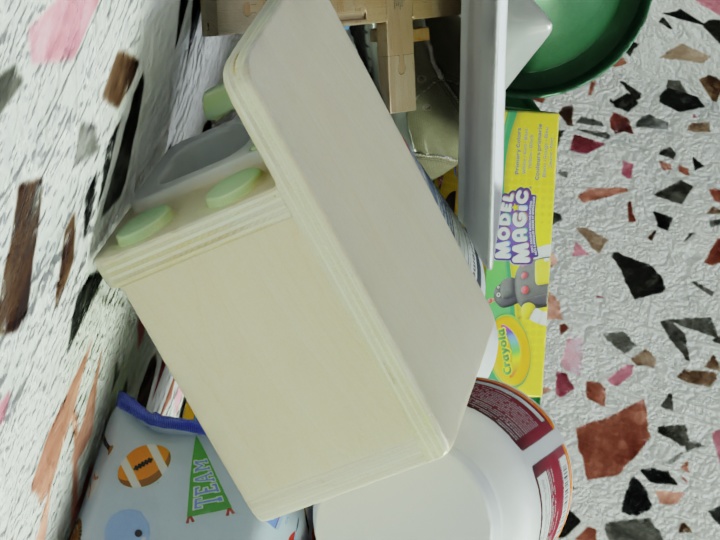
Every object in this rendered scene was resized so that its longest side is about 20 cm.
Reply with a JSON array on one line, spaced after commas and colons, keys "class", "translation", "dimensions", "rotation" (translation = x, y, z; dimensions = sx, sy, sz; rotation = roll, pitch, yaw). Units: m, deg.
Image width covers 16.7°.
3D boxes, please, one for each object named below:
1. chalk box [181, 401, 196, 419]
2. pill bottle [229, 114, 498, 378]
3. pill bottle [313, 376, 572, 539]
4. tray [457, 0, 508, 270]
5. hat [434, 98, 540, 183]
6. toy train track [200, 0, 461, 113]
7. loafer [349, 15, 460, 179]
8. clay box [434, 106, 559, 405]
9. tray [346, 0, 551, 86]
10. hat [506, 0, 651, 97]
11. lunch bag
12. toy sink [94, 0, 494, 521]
[{"class": "chalk box", "translation": [-0.035, 0.083, 1.558], "dimensions": [0.200, 0.123, 0.126], "rotation": [-52, 158, -78]}, {"class": "pill bottle", "translation": [0.000, 0.000, 1.323], "dimensions": [0.200, 0.119, 0.120], "rotation": [53, 50, -54]}, {"class": "pill bottle", "translation": [0.040, 0.116, 1.228], "dimensions": [0.200, 0.112, 0.114], "rotation": [-8, 115, -78]}, {"class": "tray", "translation": [0.065, -0.112, 1.300], "dimensions": [0.108, 0.022, 0.201], "rotation": [-74, 165, -64]}, {"class": "hat", "translation": [0.027, -0.116, 1.572], "dimensions": [0.165, 0.200, 0.176], "rotation": [-41, 156, -12]}, {"class": "toy train track", "translation": [-0.018, -0.133, 1.221], "dimensions": [0.199, 0.032, 0.116], "rotation": [-12, 102, -53]}, {"class": "loafer", "translation": [0.032, -0.129, 1.364], "dimensions": [0.201, 0.069, 0.075], "rotation": [78, -6, -52]}, {"class": "clay box", "translation": [0.079, -0.001, 1.524], "dimensions": [0.115, 0.047, 0.202], "rotation": [-159, -107, -74]}, {"class": "tray", "translation": [0.034, -0.129, 1.460], "dimensions": [0.022, 0.107, 0.200], "rotation": [-41, 174, -31]}, {"class": "hat", "translation": [0.093, -0.209, 1.416], "dimensions": [0.176, 0.165, 0.201], "rotation": [97, -32, -86]}, {"class": "lunch bag", "translation": [-0.088, 0.170, 1.274], "dimensions": [0.200, 0.123, 0.171], "rotation": [52, 56, -72]}, {"class": "toy sink", "translation": [-0.038, -0.011, 1.122], "dimensions": [0.201, 0.111, 0.131], "rotation": [61, 23, -19]}]
